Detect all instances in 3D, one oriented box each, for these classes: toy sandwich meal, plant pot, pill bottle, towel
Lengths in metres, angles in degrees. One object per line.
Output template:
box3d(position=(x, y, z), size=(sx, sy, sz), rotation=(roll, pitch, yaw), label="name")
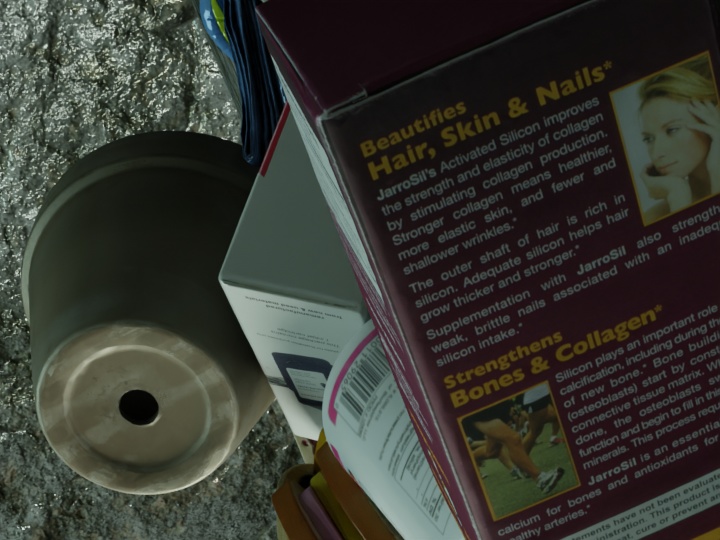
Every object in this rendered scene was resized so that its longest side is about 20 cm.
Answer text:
box3d(position=(0.031, 0.163, 0.936), size=(0.205, 0.070, 0.205), rotation=(40, -165, -13), label="toy sandwich meal")
box3d(position=(-0.119, 0.039, 1.013), size=(0.174, 0.200, 0.200), rotation=(-85, -24, -62), label="plant pot")
box3d(position=(0.072, 0.103, 0.794), size=(0.200, 0.113, 0.114), rotation=(45, 161, 51), label="pill bottle")
box3d(position=(-0.052, -0.156, 1.035), size=(0.112, 0.048, 0.200), rotation=(4, -107, -73), label="towel")

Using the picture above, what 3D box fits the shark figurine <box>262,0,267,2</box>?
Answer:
box3d(position=(-0.015, -0.155, 0.727), size=(0.215, 0.089, 0.128), rotation=(64, 174, -3), label="shark figurine")

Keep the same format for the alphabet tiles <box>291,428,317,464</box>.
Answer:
box3d(position=(0.061, 0.159, 1.034), size=(0.008, 0.167, 0.200), rotation=(-5, -108, -64), label="alphabet tiles")

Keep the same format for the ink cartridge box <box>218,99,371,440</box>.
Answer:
box3d(position=(0.000, 0.000, 0.953), size=(0.200, 0.084, 0.145), rotation=(72, -147, -60), label="ink cartridge box")

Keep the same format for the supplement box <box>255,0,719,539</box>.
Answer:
box3d(position=(0.057, -0.002, 0.508), size=(0.086, 0.110, 0.200), rotation=(-120, 7, -57), label="supplement box")

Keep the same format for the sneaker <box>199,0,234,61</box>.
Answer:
box3d(position=(-0.039, -0.137, 1.158), size=(0.200, 0.071, 0.083), rotation=(53, -162, -29), label="sneaker")
